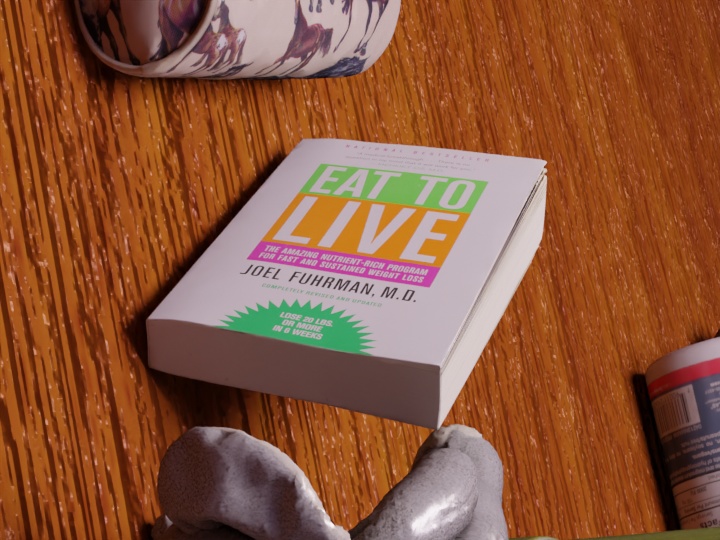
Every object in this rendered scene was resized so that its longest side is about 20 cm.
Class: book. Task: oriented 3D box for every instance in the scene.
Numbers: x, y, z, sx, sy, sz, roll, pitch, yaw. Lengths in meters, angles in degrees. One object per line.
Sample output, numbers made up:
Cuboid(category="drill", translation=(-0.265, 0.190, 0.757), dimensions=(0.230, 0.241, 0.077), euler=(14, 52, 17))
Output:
Cuboid(category="book", translation=(0.000, 0.000, 0.917), dimensions=(0.200, 0.133, 0.048), euler=(-57, 153, -58))

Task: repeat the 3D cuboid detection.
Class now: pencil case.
Cuboid(category="pencil case", translation=(-0.055, -0.137, 0.954), dimensions=(0.200, 0.078, 0.090), euler=(-9, 95, -62))

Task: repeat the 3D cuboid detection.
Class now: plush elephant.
Cuboid(category="plush elephant", translation=(-0.026, 0.136, 0.781), dimensions=(0.155, 0.165, 0.200), euler=(23, 6, -10))

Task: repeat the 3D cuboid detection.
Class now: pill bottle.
Cuboid(category="pill bottle", translation=(0.270, 0.148, 1.318), dimensions=(0.120, 0.119, 0.200), euler=(13, 62, -58))

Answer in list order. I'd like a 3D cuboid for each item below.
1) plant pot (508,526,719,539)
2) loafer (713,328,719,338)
Cuboid(category="plant pot", translation=(0.155, 0.207, 0.997), dimensions=(0.200, 0.190, 0.200), euler=(41, 39, -45))
Cuboid(category="loafer", translation=(0.290, 0.117, 1.414), dimensions=(0.067, 0.076, 0.200), euler=(61, 12, -58))
